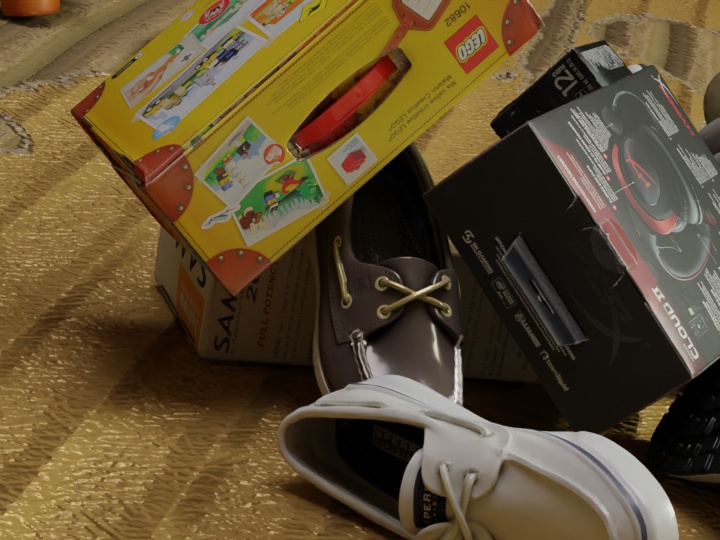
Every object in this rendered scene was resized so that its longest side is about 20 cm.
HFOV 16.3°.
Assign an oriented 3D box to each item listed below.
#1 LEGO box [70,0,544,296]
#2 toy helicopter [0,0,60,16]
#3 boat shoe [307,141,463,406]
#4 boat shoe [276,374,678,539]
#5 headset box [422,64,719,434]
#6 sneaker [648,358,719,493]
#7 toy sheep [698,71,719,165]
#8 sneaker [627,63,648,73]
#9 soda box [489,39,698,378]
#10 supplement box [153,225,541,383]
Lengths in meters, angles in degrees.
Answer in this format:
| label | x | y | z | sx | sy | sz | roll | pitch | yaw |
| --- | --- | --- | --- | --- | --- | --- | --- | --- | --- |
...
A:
| label | x | y | z | sx | sy | sz | roll | pitch | yaw |
| --- | --- | --- | --- | --- | --- | --- | --- | --- | --- |
| LEGO box | -0.031 | -0.099 | 1.244 | 0.077 | 0.200 | 0.149 | 51 | -5 | -26 |
| toy helicopter | -0.284 | -0.257 | 2.049 | 0.200 | 0.079 | 0.132 | 8 | 17 | 40 |
| boat shoe | 0.016 | 0.011 | 1.218 | 0.072 | 0.060 | 0.200 | 6 | 46 | -17 |
| boat shoe | 0.045 | 0.093 | 1.079 | 0.066 | 0.072 | 0.200 | -11 | 26 | -42 |
| headset box | 0.127 | -0.010 | 1.269 | 0.149 | 0.075 | 0.200 | 57 | 29 | 3 |
| sneaker | 0.208 | 0.099 | 1.204 | 0.088 | 0.076 | 0.200 | 43 | -5 | -15 |
| toy sheep | 0.248 | -0.029 | 1.476 | 0.138 | 0.200 | 0.138 | -17 | -14 | -4 |
| sneaker | 0.115 | -0.064 | 1.542 | 0.115 | 0.076 | 0.200 | -25 | -10 | -14 |
| soda box | 0.166 | -0.030 | 1.399 | 0.200 | 0.071 | 0.063 | 52 | 25 | 7 |
| supplement box | 0.000 | 0.000 | 1.352 | 0.200 | 0.074 | 0.126 | 5 | 18 | -19 |
